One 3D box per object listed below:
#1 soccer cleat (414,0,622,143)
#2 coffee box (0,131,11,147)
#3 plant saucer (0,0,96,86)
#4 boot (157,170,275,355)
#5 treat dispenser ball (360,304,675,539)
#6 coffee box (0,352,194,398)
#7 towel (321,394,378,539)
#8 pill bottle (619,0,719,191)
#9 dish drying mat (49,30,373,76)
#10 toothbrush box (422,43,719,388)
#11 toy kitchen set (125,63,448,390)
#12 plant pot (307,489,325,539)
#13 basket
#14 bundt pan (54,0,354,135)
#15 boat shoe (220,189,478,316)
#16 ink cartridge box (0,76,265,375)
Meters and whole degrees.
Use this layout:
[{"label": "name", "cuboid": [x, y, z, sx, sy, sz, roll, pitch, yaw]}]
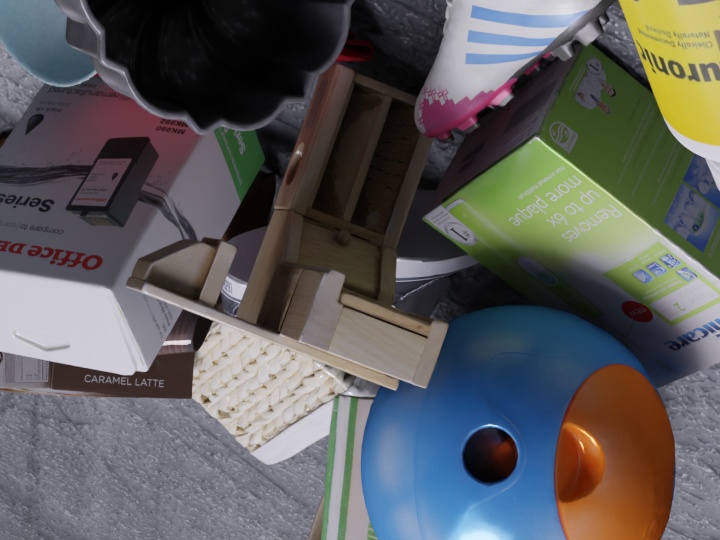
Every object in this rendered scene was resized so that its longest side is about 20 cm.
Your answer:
[{"label": "soccer cleat", "cuboid": [0.079, -0.147, 1.046, 0.086, 0.070, 0.200, 50, 145, -4]}, {"label": "coffee box", "cuboid": [-0.254, -0.051, 1.411, 0.199, 0.114, 0.080, -7, 135, 46]}, {"label": "plant saucer", "cuboid": [-0.186, -0.218, 1.115, 0.200, 0.038, 0.203, 20, 117, 45]}, {"label": "boot", "cuboid": [-0.158, -0.013, 1.268, 0.145, 0.201, 0.071, 10, 132, 16]}, {"label": "treat dispenser ball", "cuboid": [0.098, 0.122, 1.121, 0.199, 0.202, 0.201, 21, 149, 13]}, {"label": "coffee box", "cuboid": [-0.213, 0.058, 1.391, 0.113, 0.081, 0.200, 5, 175, -26]}, {"label": "towel", "cuboid": [0.070, 0.163, 1.230, 0.198, 0.154, 0.023, 5, 180, -19]}, {"label": "pill bottle", "cuboid": [0.198, -0.126, 0.920, 0.111, 0.112, 0.201, 6, 143, 34]}, {"label": "dish drying mat", "cuboid": [-0.096, -0.139, 1.145, 0.198, 0.018, 0.077, 0, -176, 25]}, {"label": "toothbrush box", "cuboid": [0.163, -0.029, 1.121, 0.199, 0.086, 0.145, 36, 150, -13]}, {"label": "toy kitchen set", "cuboid": [-0.033, -0.044, 1.070, 0.162, 0.182, 0.200, 20, 177, -15]}, {"label": "plant pot", "cuboid": [0.070, 0.235, 1.516, 0.182, 0.202, 0.200, 23, 151, -13]}, {"label": "basket", "cuboid": [-0.047, 0.044, 1.362, 0.123, 0.136, 0.200, 39, 149, -10]}, {"label": "bundt pan", "cuboid": [-0.096, -0.181, 1.014, 0.075, 0.202, 0.202, 11, 147, 48]}, {"label": "boat shoe", "cuboid": [0.000, 0.000, 1.236, 0.198, 0.072, 0.068, -14, 138, -10]}, {"label": "ink cartridge box", "cuboid": [-0.172, -0.040, 1.188, 0.145, 0.201, 0.084, 7, 140, 22]}]
